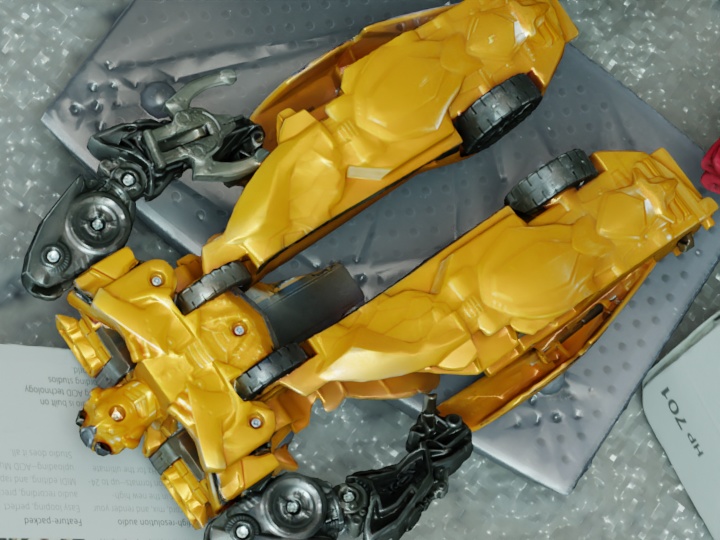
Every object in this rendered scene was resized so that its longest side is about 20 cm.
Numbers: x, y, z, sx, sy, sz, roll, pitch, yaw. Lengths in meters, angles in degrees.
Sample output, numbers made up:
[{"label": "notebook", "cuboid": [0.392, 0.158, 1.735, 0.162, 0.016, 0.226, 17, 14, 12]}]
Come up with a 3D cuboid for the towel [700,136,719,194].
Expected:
[{"label": "towel", "cuboid": [0.207, -0.059, 0.826, 0.144, 0.023, 0.200, 27, 51, 15]}]

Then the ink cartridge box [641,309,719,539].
[{"label": "ink cartridge box", "cuboid": [0.213, 0.046, 0.847, 0.199, 0.086, 0.147, -25, 79, -21]}]

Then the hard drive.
[{"label": "hard drive", "cuboid": [0.012, -0.029, 0.849, 0.200, 0.042, 0.135, 35, 69, 0]}]

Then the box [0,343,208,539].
[{"label": "box", "cuboid": [-0.098, 0.119, 0.746, 0.144, 0.036, 0.201, 7, 66, -45]}]

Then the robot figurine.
[{"label": "robot figurine", "cuboid": [0.000, 0.000, 0.783, 0.200, 0.058, 0.145, -32, 81, -21]}]
